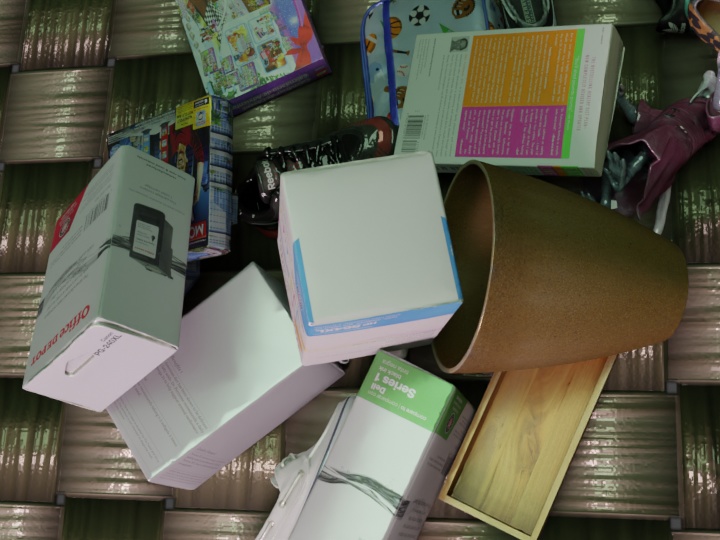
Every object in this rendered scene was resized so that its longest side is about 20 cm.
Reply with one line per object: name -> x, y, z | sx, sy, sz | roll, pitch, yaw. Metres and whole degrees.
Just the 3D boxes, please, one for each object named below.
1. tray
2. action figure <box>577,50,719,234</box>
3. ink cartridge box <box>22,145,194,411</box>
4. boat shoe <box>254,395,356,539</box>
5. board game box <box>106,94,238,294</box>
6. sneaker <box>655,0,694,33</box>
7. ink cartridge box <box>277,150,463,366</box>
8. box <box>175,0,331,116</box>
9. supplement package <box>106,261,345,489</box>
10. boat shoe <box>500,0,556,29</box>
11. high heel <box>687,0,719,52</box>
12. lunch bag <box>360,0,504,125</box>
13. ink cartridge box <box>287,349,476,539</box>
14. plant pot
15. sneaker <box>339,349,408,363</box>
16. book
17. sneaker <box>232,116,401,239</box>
tray -> 0.161, 0.147, 0.994 | 0.098, 0.037, 0.201 | 23, 82, 18
action figure -> 0.304, -0.123, 1.001 | 0.200, 0.134, 0.149 | -36, 109, -26
ink cartridge box -> -0.230, 0.010, 0.969 | 0.145, 0.083, 0.201 | -37, 41, 38
boat shoe -> -0.055, 0.209, 1.012 | 0.065, 0.072, 0.201 | 23, 89, 13
board game box -> -0.191, -0.059, 1.082 | 0.199, 0.061, 0.201 | -8, 80, 47
sneaker -> 0.311, -0.336, 1.074 | 0.080, 0.071, 0.201 | -16, 73, 4
ink cartridge box -> 0.000, 0.000, 0.898 | 0.125, 0.200, 0.129 | -9, 75, -8
box -> -0.129, -0.285, 1.180 | 0.136, 0.039, 0.201 | -22, 71, 7
supplement package -> -0.135, 0.107, 1.031 | 0.200, 0.117, 0.117 | -37, 69, 2
boat shoe -> 0.160, -0.331, 1.109 | 0.073, 0.068, 0.200 | -11, 73, 10
high heel -> 0.392, -0.192, 0.960 | 0.200, 0.142, 0.072 | 47, 118, 36
lunch bag -> 0.074, -0.195, 1.084 | 0.159, 0.076, 0.201 | -10, 71, 21
ink cartridge box -> 0.022, 0.191, 0.956 | 0.084, 0.146, 0.201 | 24, 81, 19
plant pot -> 0.180, 0.006, 0.934 | 0.199, 0.186, 0.187 | 6, 75, -12
sneaker -> 0.041, 0.024, 1.038 | 0.198, 0.079, 0.130 | -24, 86, -13
book -> 0.134, -0.156, 0.977 | 0.199, 0.048, 0.134 | 6, 78, 30
sneaker -> -0.050, -0.096, 1.048 | 0.200, 0.098, 0.071 | -28, 67, 29
